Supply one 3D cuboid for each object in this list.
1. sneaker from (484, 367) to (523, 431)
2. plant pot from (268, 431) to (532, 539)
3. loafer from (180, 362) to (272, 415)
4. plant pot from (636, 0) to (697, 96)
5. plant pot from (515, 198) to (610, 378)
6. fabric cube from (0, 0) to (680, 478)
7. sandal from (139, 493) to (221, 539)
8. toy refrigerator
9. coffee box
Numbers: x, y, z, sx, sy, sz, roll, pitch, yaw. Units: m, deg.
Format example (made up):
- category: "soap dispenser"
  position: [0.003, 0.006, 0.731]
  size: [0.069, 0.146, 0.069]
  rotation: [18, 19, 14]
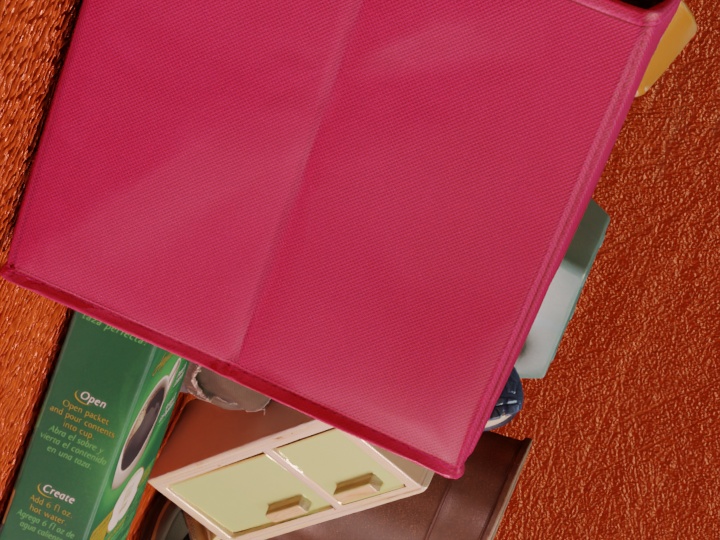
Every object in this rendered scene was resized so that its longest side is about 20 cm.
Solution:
- category: "sneaker"
  position: [0.006, 0.079, 1.596]
  size: [0.085, 0.199, 0.077]
  rotation: [89, 6, -61]
- category: "plant pot"
  position: [0.024, 0.203, 2.160]
  size: [0.200, 0.197, 0.201]
  rotation: [23, 90, -83]
- category: "loafer"
  position: [-0.071, 0.037, 1.335]
  size: [0.200, 0.071, 0.073]
  rotation: [69, 44, -82]
- category: "plant pot"
  position: [0.071, -0.136, 1.492]
  size: [0.184, 0.200, 0.200]
  rotation: [-52, 174, 1]
- category: "plant pot"
  position: [0.055, -0.021, 1.640]
  size: [0.141, 0.199, 0.142]
  rotation: [-59, 170, -58]
- category: "fabric cube"
  position: [0.005, -0.078, 0.949]
  size: [0.196, 0.199, 0.200]
  rotation: [-58, 170, -62]
- category: "sandal"
  position: [-0.109, 0.172, 1.591]
  size: [0.082, 0.054, 0.201]
  rotation: [106, 9, -51]
- category: "toy refrigerator"
  position: [-0.037, 0.104, 1.443]
  size: [0.200, 0.076, 0.070]
  rotation: [-23, -146, 50]
- category: "coffee box"
  position: [-0.118, 0.066, 1.147]
  size: [0.123, 0.044, 0.201]
  rotation: [-54, 166, -69]
